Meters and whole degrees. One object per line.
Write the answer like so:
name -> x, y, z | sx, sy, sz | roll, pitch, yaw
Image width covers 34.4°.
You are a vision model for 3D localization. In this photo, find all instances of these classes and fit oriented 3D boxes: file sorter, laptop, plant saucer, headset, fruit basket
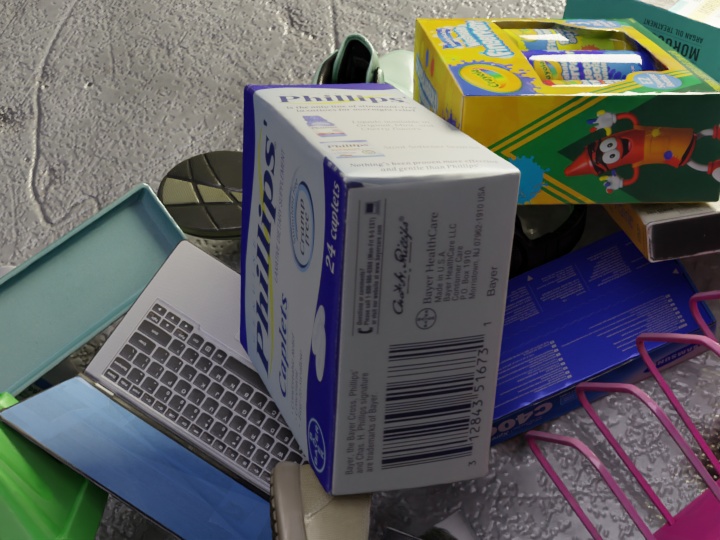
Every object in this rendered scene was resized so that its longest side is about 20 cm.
file sorter -> 0.215, 0.089, 0.690 | 0.199, 0.139, 0.126 | -36, 91, -9
laptop -> -0.093, 0.080, 0.755 | 0.186, 0.116, 0.201 | 32, 65, 5
plant saucer -> -0.207, 0.017, 0.819 | 0.200, 0.019, 0.070 | -40, 96, -33
headset -> 0.074, -0.025, 0.865 | 0.198, 0.095, 0.124 | -21, 46, -17
fruit basket -> -0.234, 0.204, 0.706 | 0.212, 0.156, 0.219 | -1, 102, -4

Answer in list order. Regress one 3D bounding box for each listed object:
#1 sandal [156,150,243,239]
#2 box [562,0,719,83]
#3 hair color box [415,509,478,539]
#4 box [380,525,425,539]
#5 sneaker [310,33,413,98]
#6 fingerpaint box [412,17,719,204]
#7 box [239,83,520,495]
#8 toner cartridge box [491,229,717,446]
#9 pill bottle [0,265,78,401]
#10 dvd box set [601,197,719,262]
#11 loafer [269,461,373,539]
sandal -> -0.061, -0.045, 0.912 | 0.198, 0.058, 0.081 | 3, 55, -2
box -> 0.262, -0.185, 0.896 | 0.198, 0.050, 0.082 | 26, 41, 24
hair color box -> 0.072, 0.260, 0.699 | 0.098, 0.061, 0.201 | -30, 58, -3
box -> 0.052, 0.264, 0.641 | 0.158, 0.044, 0.202 | 14, 68, 24
sneaker -> 0.016, -0.138, 0.883 | 0.073, 0.119, 0.201 | 21, 46, 10
fingerpaint box -> 0.128, -0.113, 0.769 | 0.164, 0.074, 0.201 | -1, 25, -5
box -> 0.000, 0.000, 0.694 | 0.103, 0.186, 0.200 | -4, 23, -19
toner cartridge box -> 0.137, 0.048, 0.815 | 0.198, 0.043, 0.096 | -23, 59, 0
pill bottle -> -0.271, 0.104, 0.839 | 0.111, 0.113, 0.202 | 10, 63, 18
dvd box set -> 0.231, -0.069, 0.795 | 0.144, 0.030, 0.200 | -9, 26, -4
loafer -> -0.006, 0.195, 0.625 | 0.067, 0.076, 0.202 | -9, 64, -6
